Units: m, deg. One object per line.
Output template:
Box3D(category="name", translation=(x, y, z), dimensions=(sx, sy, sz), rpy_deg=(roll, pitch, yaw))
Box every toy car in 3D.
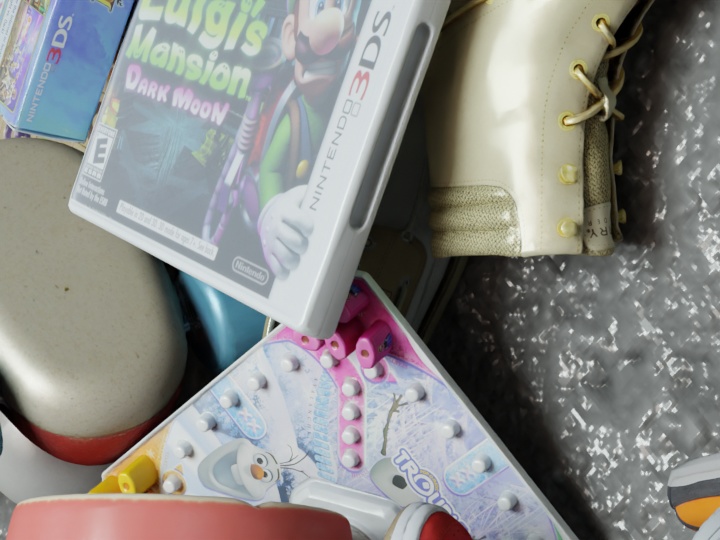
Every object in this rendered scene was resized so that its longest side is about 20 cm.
Box3D(category="toy car", translation=(-0.163, 0.052, 0.960), dimensions=(0.178, 0.183, 0.201), rpy_deg=(56, 151, 27))

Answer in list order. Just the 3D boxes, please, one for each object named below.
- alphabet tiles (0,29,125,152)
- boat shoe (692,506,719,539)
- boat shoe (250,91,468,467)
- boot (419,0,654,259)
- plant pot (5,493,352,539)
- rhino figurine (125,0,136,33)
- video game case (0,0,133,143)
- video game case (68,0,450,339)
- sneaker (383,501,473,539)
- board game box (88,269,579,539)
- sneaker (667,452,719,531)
Box3D(category="alphabet tiles", translation=(-0.151, -0.141, 1.027), dimensions=(0.167, 0.008, 0.202), rpy_deg=(30, 110, 39))
Box3D(category="boat shoe", translation=(0.142, 0.163, 0.659), dimensions=(0.067, 0.073, 0.201), rpy_deg=(41, 157, 34))
Box3D(category="boat shoe", translation=(0.000, 0.000, 0.847), dimensions=(0.074, 0.068, 0.202), rpy_deg=(18, 101, 40))
Box3D(category="boot", translation=(0.101, -0.085, 0.757), dimensions=(0.198, 0.072, 0.157), rpy_deg=(-9, 88, 35))
Box3D(category="plant pot", translation=(-0.077, 0.186, 0.744), dimensions=(0.199, 0.199, 0.180), rpy_deg=(-9, 74, 41))
Box3D(category="rhino figurine", translation=(-0.063, -0.091, 0.893), dimensions=(0.088, 0.059, 0.201), rpy_deg=(-52, 44, 28))
Box3D(category="video game case", translation=(-0.160, -0.191, 0.920), dimensions=(0.181, 0.045, 0.202), rpy_deg=(39, 112, 48))
Box3D(category="video game case", translation=(-0.048, -0.086, 0.813), dimensions=(0.199, 0.023, 0.184), rpy_deg=(25, 96, 49))
Box3D(category="sneaker", translation=(0.072, 0.186, 0.745), dimensions=(0.111, 0.071, 0.202), rpy_deg=(5, 120, 33))
Box3D(category="board game box", translation=(-0.007, 0.130, 0.825), dimensions=(0.200, 0.026, 0.201), rpy_deg=(-39, 89, 35))
Box3D(category="sneaker", translation=(0.200, 0.118, 0.659), dimensions=(0.199, 0.077, 0.114), rpy_deg=(-4, 86, 42))
